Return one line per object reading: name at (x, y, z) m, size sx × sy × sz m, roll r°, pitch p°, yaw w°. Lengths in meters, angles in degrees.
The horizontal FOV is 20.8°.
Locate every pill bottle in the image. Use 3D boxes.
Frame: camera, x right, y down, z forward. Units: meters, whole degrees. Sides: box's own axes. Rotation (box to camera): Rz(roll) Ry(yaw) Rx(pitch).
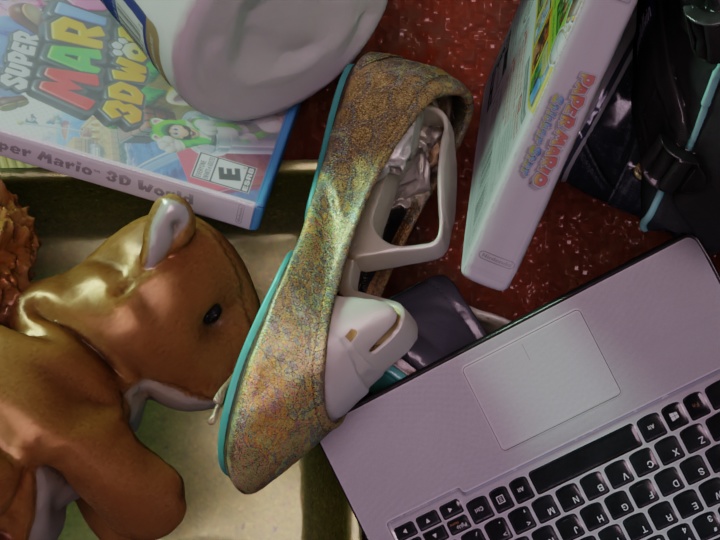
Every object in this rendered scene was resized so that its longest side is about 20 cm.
pill bottle at (-0.082, -0.167, 0.852) m, size 0.111 × 0.111 × 0.200 m, roll -40°, pitch 60°, yaw 0°

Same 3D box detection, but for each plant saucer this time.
plant saucer at (-0.097, 0.055, 0.884) m, size 0.199 × 0.048 × 0.201 m, roll -1°, pitch 84°, yaw 5°

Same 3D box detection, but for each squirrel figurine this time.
squirrel figurine at (-0.143, 0.032, 0.801) m, size 0.200 × 0.142 × 0.187 m, roll 42°, pitch 83°, yaw 5°

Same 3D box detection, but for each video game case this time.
video game case at (0.087, -0.113, 0.780) m, size 0.023 × 0.200 × 0.183 m, roll 20°, pitch 117°, yaw -3°
video game case at (-0.124, -0.096, 0.860) m, size 0.199 × 0.018 × 0.144 m, roll 16°, pitch 44°, yaw -1°

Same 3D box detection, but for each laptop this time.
laptop at (0.081, 0.120, 0.740) m, size 0.187 × 0.116 × 0.201 m, roll -28°, pitch 86°, yaw 22°

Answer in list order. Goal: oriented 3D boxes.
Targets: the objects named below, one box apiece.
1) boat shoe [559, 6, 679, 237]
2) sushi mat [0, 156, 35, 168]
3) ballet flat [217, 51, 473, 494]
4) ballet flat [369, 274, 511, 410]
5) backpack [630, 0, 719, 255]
boat shoe at (0.161, -0.113, 0.874) m, size 0.091 × 0.071 × 0.201 m, roll 30°, pitch 92°, yaw 3°
sushi mat at (-0.176, -0.130, 0.925) m, size 0.095 × 0.012 × 0.201 m, roll -18°, pitch 84°, yaw 1°
ballet flat at (0.000, 0.000, 0.804) m, size 0.070 × 0.071 × 0.201 m, roll 16°, pitch 68°, yaw 6°
ballet flat at (0.085, 0.076, 0.852) m, size 0.200 × 0.073 × 0.073 m, roll 42°, pitch 89°, yaw -7°
backpack at (0.184, -0.122, 0.742) m, size 0.152 × 0.176 × 0.201 m, roll 5°, pitch 51°, yaw 0°
